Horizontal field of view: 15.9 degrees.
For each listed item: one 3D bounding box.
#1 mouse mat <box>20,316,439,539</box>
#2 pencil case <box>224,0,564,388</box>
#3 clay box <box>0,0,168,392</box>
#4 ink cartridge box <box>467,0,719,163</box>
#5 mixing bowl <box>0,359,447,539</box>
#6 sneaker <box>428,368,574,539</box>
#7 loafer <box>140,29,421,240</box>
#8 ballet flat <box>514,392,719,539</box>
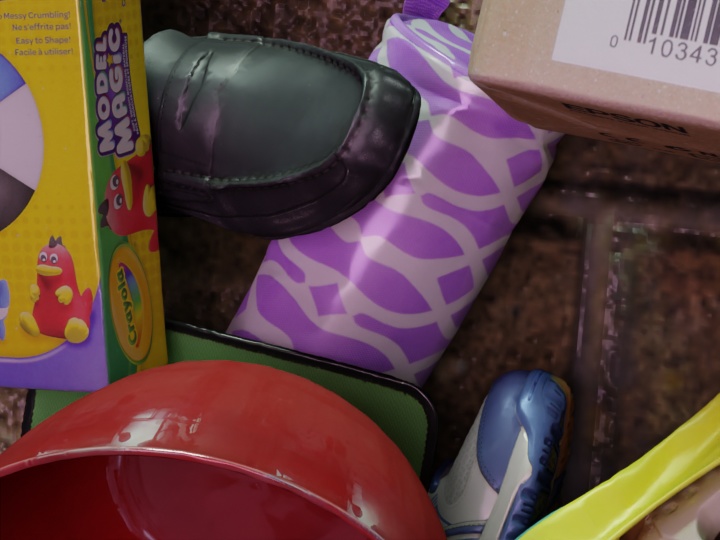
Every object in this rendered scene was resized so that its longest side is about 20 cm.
[{"bbox_3d":[-0.059,0.118,0.953,0.160,0.008,0.201,14,106,16],"label":"mouse mat"},{"bbox_3d":[0.000,0.000,0.966,0.200,0.084,0.086,-57,40,13],"label":"pencil case"},{"bbox_3d":[-0.133,-0.061,0.913,0.114,0.048,0.201,1,103,26],"label":"clay box"},{"bbox_3d":[0.149,-0.110,0.778,0.199,0.075,0.166,12,87,19],"label":"ink cartridge box"},{"bbox_3d":[-0.047,0.106,0.870,0.199,0.109,0.201,7,125,10],"label":"mixing bowl"},{"bbox_3d":[0.012,0.120,0.971,0.088,0.075,0.201,27,101,15],"label":"sneaker"},{"bbox_3d":[-0.056,-0.053,0.934,0.200,0.070,0.068,2,67,53],"label":"loafer"},{"bbox_3d":[0.108,0.100,0.905,0.200,0.067,0.067,-39,122,-7],"label":"ballet flat"}]
